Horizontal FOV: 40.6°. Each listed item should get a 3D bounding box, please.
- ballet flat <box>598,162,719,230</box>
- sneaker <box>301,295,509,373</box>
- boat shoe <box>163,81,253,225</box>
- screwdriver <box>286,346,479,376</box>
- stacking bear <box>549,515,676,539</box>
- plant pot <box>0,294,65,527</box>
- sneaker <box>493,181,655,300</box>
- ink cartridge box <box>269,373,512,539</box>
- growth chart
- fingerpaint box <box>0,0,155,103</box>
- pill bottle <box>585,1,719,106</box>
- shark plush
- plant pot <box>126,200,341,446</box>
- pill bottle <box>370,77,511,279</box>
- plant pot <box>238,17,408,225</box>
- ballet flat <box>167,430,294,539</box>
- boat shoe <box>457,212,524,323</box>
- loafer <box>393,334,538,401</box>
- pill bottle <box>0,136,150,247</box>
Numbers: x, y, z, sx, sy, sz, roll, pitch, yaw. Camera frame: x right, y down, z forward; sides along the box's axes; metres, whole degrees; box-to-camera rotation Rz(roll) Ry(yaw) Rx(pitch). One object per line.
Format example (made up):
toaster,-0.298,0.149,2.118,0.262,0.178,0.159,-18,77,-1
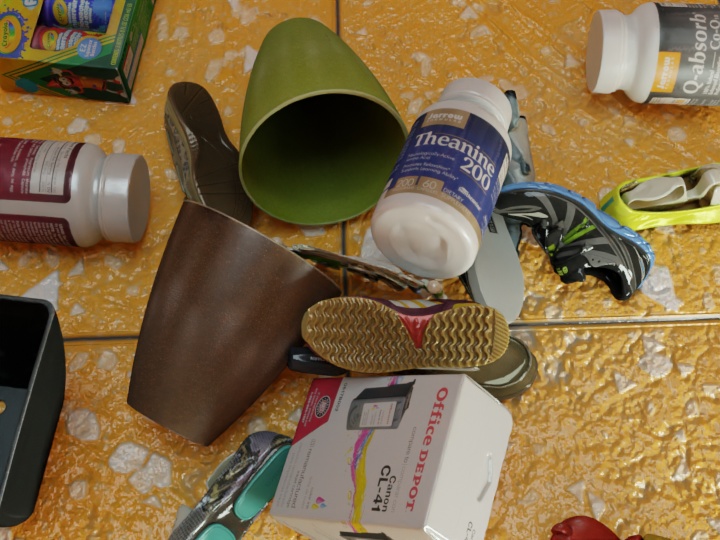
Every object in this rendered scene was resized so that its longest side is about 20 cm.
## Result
ballet flat,0.366,-0.087,1.091,0.197,0.067,0.068,-11,64,-5
sneaker,0.043,0.062,0.940,0.197,0.090,0.076,4,89,3
boat shoe,-0.178,-0.120,1.120,0.072,0.063,0.202,-6,65,-32
screwdriver,0.025,0.096,0.956,0.197,0.028,0.029,8,45,-10
stacking bear,0.263,0.296,0.894,0.198,0.122,0.115,23,69,19
plant pot,-0.384,0.145,0.925,0.196,0.178,0.203,6,64,4
sneaker,0.225,-0.033,1.047,0.198,0.071,0.084,29,78,-9
ink cartridge box,0.026,0.179,0.901,0.198,0.085,0.149,-10,52,44
growth chart,0.000,0.000,1.008,0.197,0.145,0.018,15,85,16
fingerpaint box,-0.349,-0.317,1.198,0.164,0.074,0.203,7,65,3
pill bottle,0.373,-0.254,1.142,0.197,0.117,0.118,2,64,1
shark plush,0.160,-0.110,1.126,0.082,0.091,0.203,-12,85,15
plant pot,-0.145,0.065,0.977,0.185,0.187,0.202,26,81,12
pill bottle,0.091,-0.100,0.993,0.109,0.112,0.202,18,55,9
plant pot,-0.054,-0.189,1.094,0.184,0.189,0.202,-10,49,-4
ballet flat,-0.140,0.238,0.950,0.072,0.072,0.201,35,70,16
boat shoe,0.126,-0.022,1.066,0.070,0.064,0.203,14,53,-33
loafer,0.088,0.084,1.011,0.197,0.068,0.077,9,65,5
pill bottle,-0.339,-0.086,1.068,0.197,0.115,0.116,4,65,2
